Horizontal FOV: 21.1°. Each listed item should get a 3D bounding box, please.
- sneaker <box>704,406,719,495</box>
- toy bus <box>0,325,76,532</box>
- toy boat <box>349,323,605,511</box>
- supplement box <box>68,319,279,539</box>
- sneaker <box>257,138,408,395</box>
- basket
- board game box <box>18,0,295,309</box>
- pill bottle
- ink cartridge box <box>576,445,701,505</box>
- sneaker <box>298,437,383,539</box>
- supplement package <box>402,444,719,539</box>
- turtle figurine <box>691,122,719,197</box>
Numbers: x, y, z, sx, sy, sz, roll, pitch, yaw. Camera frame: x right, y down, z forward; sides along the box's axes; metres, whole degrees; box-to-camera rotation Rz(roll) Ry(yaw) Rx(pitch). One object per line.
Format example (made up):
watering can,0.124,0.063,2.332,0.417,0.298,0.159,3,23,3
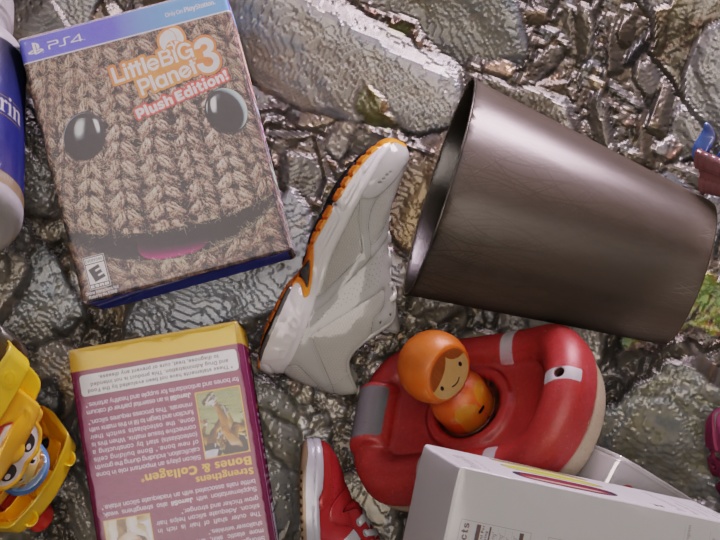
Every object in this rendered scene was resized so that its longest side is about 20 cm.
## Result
sneaker,0.330,0.180,1.443,0.087,0.074,0.201,-30,92,-2
toy bus,-0.274,0.126,1.381,0.192,0.199,0.136,45,69,-34
toy boat,0.072,0.090,1.381,0.199,0.131,0.131,-10,52,28
supplement box,-0.132,0.147,1.425,0.130,0.103,0.202,-9,85,-1
sneaker,0.000,0.000,1.459,0.091,0.076,0.201,26,94,-6
basket,0.150,-0.031,1.427,0.199,0.136,0.181,18,58,-5
board game box,-0.149,-0.088,1.445,0.158,0.097,0.202,-15,86,-2
pill bottle,-0.301,-0.117,1.410,0.115,0.116,0.201,-5,60,-1
ink cartridge box,0.165,0.240,1.403,0.145,0.084,0.201,32,85,-29
sneaker,0.014,0.219,1.437,0.111,0.071,0.202,-8,94,3
supplement package,0.134,0.193,1.277,0.198,0.114,0.110,13,90,-12
turtle figurine,0.357,-0.087,1.395,0.199,0.194,0.145,24,80,-10
